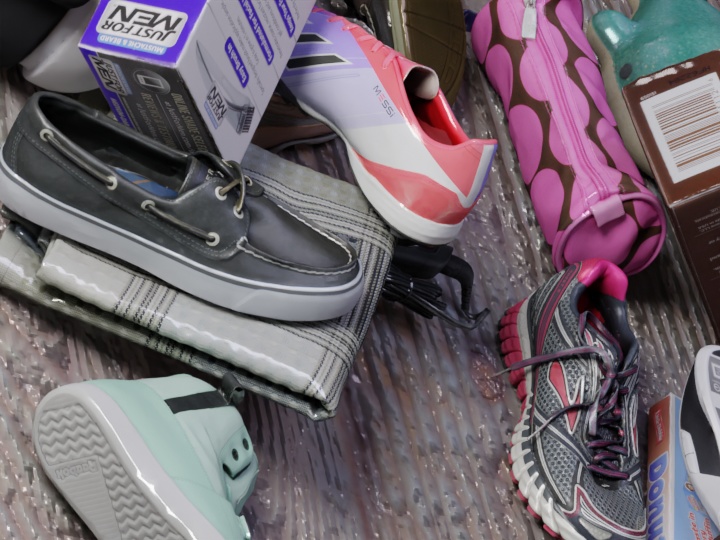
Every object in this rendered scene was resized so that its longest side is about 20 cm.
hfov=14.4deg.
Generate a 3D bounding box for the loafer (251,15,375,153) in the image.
[{"bbox_3d":[-0.033,-0.114,1.670,0.072,0.063,0.200,49,34,4],"label":"loafer"}]

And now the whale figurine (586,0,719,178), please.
[{"bbox_3d":[0.229,-0.147,1.953,0.159,0.104,0.201,27,41,-27],"label":"whale figurine"}]

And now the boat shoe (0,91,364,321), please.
[{"bbox_3d":[-0.087,-0.032,1.438,0.199,0.057,0.069,20,35,-8],"label":"boat shoe"}]

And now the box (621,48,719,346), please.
[{"bbox_3d":[0.230,-0.036,1.787,0.200,0.075,0.101,63,7,-55],"label":"box"}]

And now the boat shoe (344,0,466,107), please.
[{"bbox_3d":[0.019,-0.187,1.803,0.073,0.065,0.201,18,61,-51],"label":"boat shoe"}]

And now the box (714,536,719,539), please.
[{"bbox_3d":[0.214,0.194,1.499,0.100,0.200,0.075,24,38,-31],"label":"box"}]

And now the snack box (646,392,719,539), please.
[{"bbox_3d":[0.203,0.162,1.688,0.072,0.024,0.201,32,37,-20],"label":"snack box"}]

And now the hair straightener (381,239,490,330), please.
[{"bbox_3d":[0.000,0.000,1.625,0.199,0.041,0.077,26,40,-36],"label":"hair straightener"}]

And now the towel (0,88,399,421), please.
[{"bbox_3d":[-0.083,-0.020,1.495,0.199,0.035,0.193,22,38,0],"label":"towel"}]

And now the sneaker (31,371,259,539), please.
[{"bbox_3d":[-0.065,0.132,1.383,0.118,0.074,0.201,-13,67,-55],"label":"sneaker"}]

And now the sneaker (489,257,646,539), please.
[{"bbox_3d":[0.130,0.080,1.646,0.080,0.075,0.201,20,43,-34],"label":"sneaker"}]

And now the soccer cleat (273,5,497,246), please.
[{"bbox_3d":[0.004,-0.104,1.566,0.068,0.073,0.200,-2,46,-47],"label":"soccer cleat"}]

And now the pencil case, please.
[{"bbox_3d":[0.130,-0.091,1.802,0.090,0.094,0.201,-12,57,-13],"label":"pencil case"}]

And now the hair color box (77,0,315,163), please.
[{"bbox_3d":[-0.068,-0.162,1.490,0.109,0.064,0.201,66,41,-57],"label":"hair color box"}]

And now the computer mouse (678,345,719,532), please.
[{"bbox_3d":[0.224,0.137,1.679,0.109,0.044,0.201,23,45,-32],"label":"computer mouse"}]

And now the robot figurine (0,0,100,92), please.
[{"bbox_3d":[-0.188,-0.183,1.514,0.200,0.125,0.151,35,45,-17],"label":"robot figurine"}]
